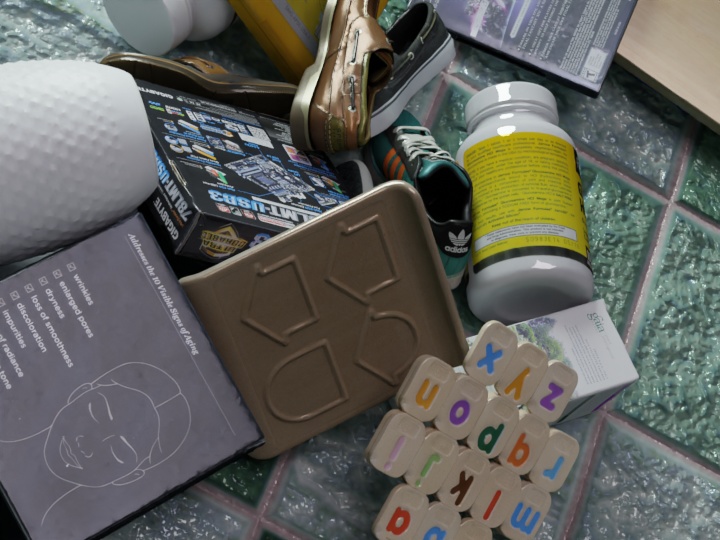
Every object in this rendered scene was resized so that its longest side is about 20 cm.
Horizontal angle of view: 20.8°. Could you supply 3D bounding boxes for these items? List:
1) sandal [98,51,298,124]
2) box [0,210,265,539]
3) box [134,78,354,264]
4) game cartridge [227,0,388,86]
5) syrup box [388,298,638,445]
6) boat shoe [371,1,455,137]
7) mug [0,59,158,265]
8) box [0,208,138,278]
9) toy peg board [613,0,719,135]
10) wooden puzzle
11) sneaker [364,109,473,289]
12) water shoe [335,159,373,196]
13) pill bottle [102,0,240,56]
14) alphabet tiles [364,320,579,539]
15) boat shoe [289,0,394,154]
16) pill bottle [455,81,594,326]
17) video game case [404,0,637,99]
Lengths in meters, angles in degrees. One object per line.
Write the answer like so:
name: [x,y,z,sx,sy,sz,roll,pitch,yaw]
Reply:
sandal: [-0.137,-0.154,1.686,0.198,0.082,0.055,3,43,-24]
box: [-0.212,0.095,1.458,0.196,0.124,0.201,-28,87,-26]
box: [-0.092,-0.068,1.596,0.199,0.050,0.199,13,31,-37]
game cartridge: [-0.045,-0.273,1.720,0.177,0.032,0.200,-61,140,-21]
syrup box: [0.129,0.095,1.665,0.199,0.081,0.079,-14,71,-30]
boat shoe: [0.016,-0.175,1.762,0.200,0.068,0.057,-46,123,-42]
mug: [-0.254,-0.095,1.502,0.174,0.149,0.200,-14,25,-11]
box: [-0.259,-0.045,1.590,0.155,0.041,0.202,9,59,-20]
toy peg board: [0.342,-0.234,1.950,0.199,0.098,0.200,34,70,-2]
wooden puzzle: [-0.029,0.035,1.535,0.199,0.186,0.046,-23,34,-5]
sneaker: [0.060,-0.081,1.713,0.071,0.080,0.201,1,47,-25]
water shoe: [0.000,0.000,1.678,0.079,0.071,0.201,37,38,-44]
pill bottle: [-0.131,-0.274,1.729,0.112,0.112,0.200,45,54,4]
alphabet tiles: [0.093,0.145,1.581,0.199,0.015,0.197,31,86,-38]
boat shoe: [-0.002,-0.180,1.685,0.067,0.072,0.201,5,58,16]
pill bottle: [0.142,-0.060,1.736,0.111,0.113,0.202,7,61,-21]
video game case: [0.159,-0.262,1.867,0.199,0.019,0.144,23,69,5]
